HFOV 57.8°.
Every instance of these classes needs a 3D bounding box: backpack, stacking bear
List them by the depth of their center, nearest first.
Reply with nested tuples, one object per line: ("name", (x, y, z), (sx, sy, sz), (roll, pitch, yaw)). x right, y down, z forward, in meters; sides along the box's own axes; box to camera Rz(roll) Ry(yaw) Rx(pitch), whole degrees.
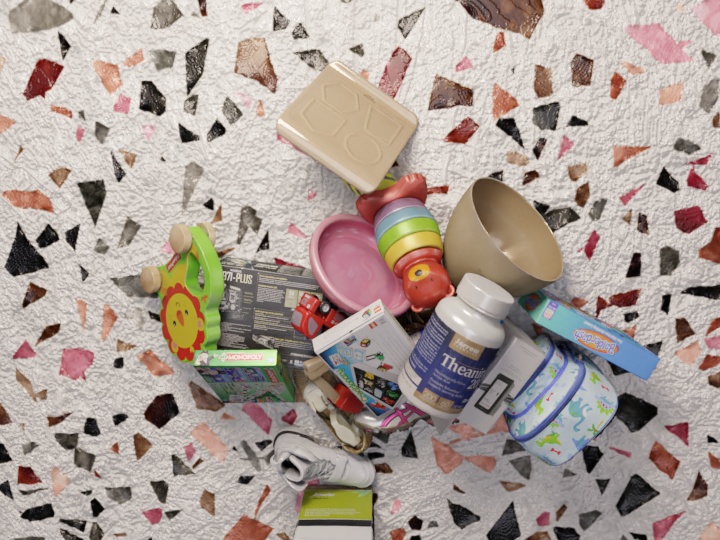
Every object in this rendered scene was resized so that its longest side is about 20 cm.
("stacking bear", (0.084, -0.033, 1.043), (0.121, 0.114, 0.201), (-22, 61, 6))
("backpack", (0.310, 0.211, 1.073), (0.147, 0.200, 0.183), (39, 100, -4))

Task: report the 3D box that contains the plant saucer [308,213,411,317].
("plant saucer", (0.000, 0.000, 1.077), (0.200, 0.201, 0.051), (38, 133, -4))

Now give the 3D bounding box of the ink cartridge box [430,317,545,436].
("ink cartridge box", (0.196, 0.177, 1.060), (0.068, 0.116, 0.201), (31, 103, -18))

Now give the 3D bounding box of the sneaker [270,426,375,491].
("sneaker", (-0.069, 0.351, 1.156), (0.198, 0.115, 0.076), (23, 100, -1))

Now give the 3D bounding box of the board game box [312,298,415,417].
("board game box", (0.029, 0.146, 1.043), (0.126, 0.035, 0.200), (-30, 127, 9))

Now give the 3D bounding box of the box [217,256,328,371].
("box", (-0.157, 0.074, 1.131), (0.198, 0.086, 0.165), (7, 100, 1))

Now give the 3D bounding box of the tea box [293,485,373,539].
("tea box", (-0.041, 0.513, 1.139), (0.132, 0.197, 0.202), (0, 98, 2))

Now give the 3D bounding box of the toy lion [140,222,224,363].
("toy lion", (-0.283, 0.048, 1.085), (0.200, 0.068, 0.193), (-43, 68, 38))

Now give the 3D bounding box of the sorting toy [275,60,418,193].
("sorting toy", (-0.018, -0.232, 1.054), (0.184, 0.201, 0.037), (34, 144, -3))

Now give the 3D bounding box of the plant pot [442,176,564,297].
("plant pot", (0.211, -0.030, 1.061), (0.200, 0.201, 0.134), (42, 127, -4))

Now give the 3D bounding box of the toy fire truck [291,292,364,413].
("toy fire truck", (-0.049, 0.139, 1.079), (0.199, 0.049, 0.142), (35, 83, -35))

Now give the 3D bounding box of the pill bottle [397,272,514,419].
("pill bottle", (0.145, 0.111, 0.972), (0.110, 0.111, 0.201), (26, 107, -1))

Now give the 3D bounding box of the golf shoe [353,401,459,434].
("golf shoe", (0.082, 0.233, 1.153), (0.198, 0.073, 0.093), (-8, 92, -10))

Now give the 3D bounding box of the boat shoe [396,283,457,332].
("boat shoe", (0.087, 0.068, 1.128), (0.199, 0.068, 0.073), (-21, 97, 6))

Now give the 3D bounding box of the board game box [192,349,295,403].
("board game box", (-0.190, 0.183, 1.105), (0.133, 0.200, 0.029), (-2, 62, 2))

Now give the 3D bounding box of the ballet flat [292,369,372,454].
("ballet flat", (-0.050, 0.246, 1.164), (0.070, 0.065, 0.200), (-43, 94, 11))

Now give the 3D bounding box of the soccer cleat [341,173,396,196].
("soccer cleat", (-0.017, -0.175, 1.086), (0.200, 0.084, 0.065), (41, 99, -4))

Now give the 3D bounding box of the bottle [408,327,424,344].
("bottle", (0.111, 0.134, 1.130), (0.199, 0.084, 0.066), (-26, 97, 6))

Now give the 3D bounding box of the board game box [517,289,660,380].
("board game box", (0.369, 0.095, 1.077), (0.199, 0.152, 0.045), (28, 100, -1))
